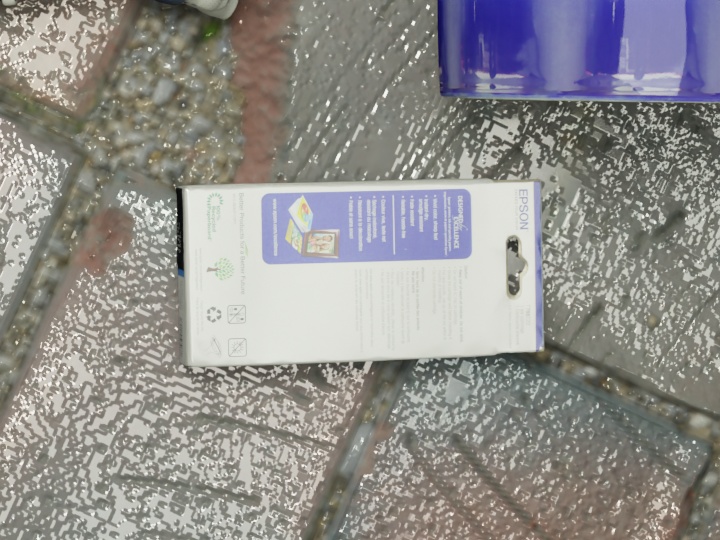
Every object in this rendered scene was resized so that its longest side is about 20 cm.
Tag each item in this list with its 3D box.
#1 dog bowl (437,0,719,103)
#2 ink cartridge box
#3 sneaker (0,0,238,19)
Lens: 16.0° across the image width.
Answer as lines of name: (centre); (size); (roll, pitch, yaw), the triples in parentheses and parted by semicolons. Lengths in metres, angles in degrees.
dog bowl: (0.139, -0.128, 1.341); (0.200, 0.200, 0.079); (0, 95, -13)
ink cartridge box: (0.000, 0.000, 1.398); (0.200, 0.039, 0.100); (-1, 92, -11)
sneaker: (-0.134, -0.162, 1.341); (0.200, 0.081, 0.146); (-35, 123, 13)
